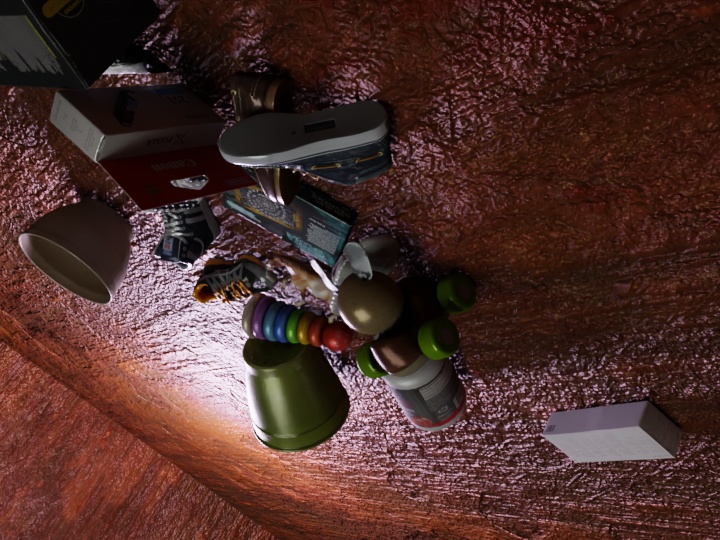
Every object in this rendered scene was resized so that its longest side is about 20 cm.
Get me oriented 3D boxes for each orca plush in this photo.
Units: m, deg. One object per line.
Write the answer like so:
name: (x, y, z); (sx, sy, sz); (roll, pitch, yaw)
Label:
orca plush: (-0.341, -0.290, 1.015); (0.200, 0.105, 0.071); (12, 115, 35)

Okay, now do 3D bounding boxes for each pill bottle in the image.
pill bottle: (0.095, 0.166, 1.278); (0.111, 0.111, 0.200); (8, 144, 34)

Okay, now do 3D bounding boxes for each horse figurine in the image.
horse figurine: (-0.062, 0.035, 1.281); (0.200, 0.050, 0.133); (28, 151, 5)

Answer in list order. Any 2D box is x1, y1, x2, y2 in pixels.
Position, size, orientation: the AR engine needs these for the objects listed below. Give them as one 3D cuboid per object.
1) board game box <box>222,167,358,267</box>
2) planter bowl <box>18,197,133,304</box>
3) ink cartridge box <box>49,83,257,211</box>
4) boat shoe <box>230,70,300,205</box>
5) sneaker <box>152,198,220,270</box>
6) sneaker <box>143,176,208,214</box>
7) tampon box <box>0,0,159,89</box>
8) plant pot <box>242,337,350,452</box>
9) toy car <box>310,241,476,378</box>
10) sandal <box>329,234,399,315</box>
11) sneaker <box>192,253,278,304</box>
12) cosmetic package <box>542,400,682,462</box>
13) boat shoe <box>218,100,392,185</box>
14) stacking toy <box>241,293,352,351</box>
board game box: (-0.108, -0.090, 1.151); (0.200, 0.028, 0.135); (29, 151, 1)
planter bowl: (-0.515, -0.049, 1.481); (0.200, 0.135, 0.200); (23, 149, 14)
ink cartridge box: (-0.240, -0.159, 0.958); (0.176, 0.200, 0.045); (41, 123, 18)
boat shoe: (-0.120, -0.168, 1.001); (0.070, 0.070, 0.200); (14, 139, 14)
sneaker: (-0.298, -0.085, 1.251); (0.070, 0.109, 0.200); (12, 146, 29)
sneaker: (-0.261, -0.142, 1.142); (0.200, 0.075, 0.081); (-31, 74, 43)
tampon box: (-0.375, -0.312, 0.927); (0.200, 0.150, 0.126); (11, 146, 31)
plant pot: (-0.137, 0.207, 1.498); (0.200, 0.200, 0.193); (12, 135, 30)
toy car: (0.027, 0.035, 1.089); (0.200, 0.158, 0.164); (42, 141, -20)
sandal: (-0.007, 0.000, 1.167); (0.082, 0.050, 0.203); (2, 145, -23)
sneaker: (-0.221, 0.024, 1.385); (0.200, 0.077, 0.078); (-6, 133, 45)
cosmetic package: (0.382, 0.249, 1.205); (0.083, 0.051, 0.200); (41, 150, -15)
boat shoe: (-0.060, -0.136, 0.928); (0.200, 0.071, 0.091); (-7, 145, 5)
stacking toy: (-0.110, 0.102, 1.405); (0.200, 0.085, 0.085); (14, 147, 21)
